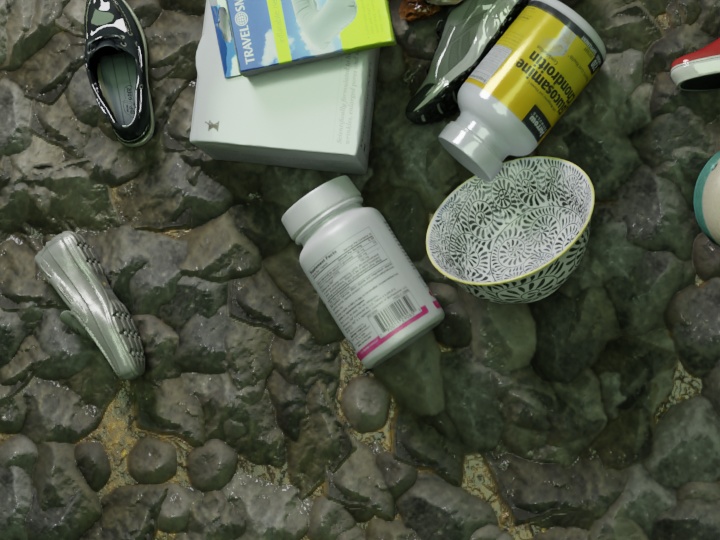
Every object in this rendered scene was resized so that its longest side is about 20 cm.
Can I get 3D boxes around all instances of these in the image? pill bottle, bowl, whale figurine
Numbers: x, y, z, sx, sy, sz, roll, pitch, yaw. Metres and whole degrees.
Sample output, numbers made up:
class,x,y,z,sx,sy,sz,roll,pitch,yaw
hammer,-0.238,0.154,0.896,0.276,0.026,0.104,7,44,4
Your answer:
class,x,y,z,sx,sy,sz,roll,pitch,yaw
pill bottle,0.181,-0.204,1.461,0.112,0.112,0.201,39,88,8
pill bottle,0.000,0.000,1.469,0.113,0.113,0.201,-33,82,3
bowl,0.181,-0.027,1.444,0.198,0.095,0.202,-18,40,15
whale figurine,0.463,-0.061,1.442,0.199,0.104,0.160,33,89,-17

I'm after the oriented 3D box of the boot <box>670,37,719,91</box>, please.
class,x,y,z,sx,sy,sz,roll,pitch,yaw
boot,0.436,-0.295,1.466,0.197,0.072,0.146,-17,83,-3

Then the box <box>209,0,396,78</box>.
class,x,y,z,sx,sy,sz,roll,pitch,yaw
box,-0.068,-0.288,1.394,0.197,0.048,0.124,-11,94,5

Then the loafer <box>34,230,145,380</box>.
class,x,y,z,sx,sy,sz,roll,pitch,yaw
loafer,-0.323,0.049,1.528,0.069,0.070,0.201,-33,75,8

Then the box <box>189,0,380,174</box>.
class,x,y,z,sx,sy,sz,roll,pitch,yaw
box,-0.082,-0.227,1.487,0.197,0.131,0.202,6,87,7

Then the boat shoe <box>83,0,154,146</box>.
class,x,y,z,sx,sy,sz,roll,pitch,yaw
boat shoe,-0.300,-0.253,1.546,0.073,0.066,0.202,-10,84,6

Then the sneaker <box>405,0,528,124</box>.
class,x,y,z,sx,sy,sz,roll,pitch,yaw
sneaker,0.114,-0.257,1.504,0.079,0.074,0.201,35,85,19

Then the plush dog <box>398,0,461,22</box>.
class,x,y,z,sx,sy,sz,roll,pitch,yaw
plush dog,0.068,-0.382,1.474,0.160,0.200,0.173,-35,88,-19
